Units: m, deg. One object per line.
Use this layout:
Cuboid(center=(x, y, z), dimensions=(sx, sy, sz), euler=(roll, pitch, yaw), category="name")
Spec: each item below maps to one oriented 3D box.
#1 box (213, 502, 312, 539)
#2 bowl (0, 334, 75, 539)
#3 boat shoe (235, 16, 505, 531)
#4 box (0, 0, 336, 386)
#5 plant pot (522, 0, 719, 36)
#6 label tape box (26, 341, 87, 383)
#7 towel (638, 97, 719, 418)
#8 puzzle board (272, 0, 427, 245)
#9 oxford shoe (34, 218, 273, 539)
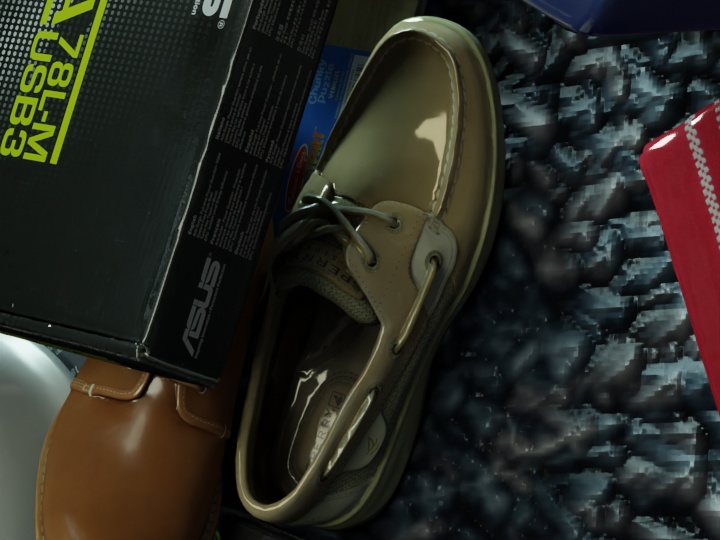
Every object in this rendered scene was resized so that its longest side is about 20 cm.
Cuboid(center=(-0.040, 0.168, 0.999), dimensions=(0.200, 0.036, 0.144), euler=(14, 87, 61), category="box")
Cuboid(center=(-0.190, 0.115, 1.061), dimensions=(0.200, 0.090, 0.203), euler=(-10, 76, 43), category="bowl")
Cuboid(center=(0.000, 0.000, 1.017), dimensions=(0.072, 0.065, 0.201), euler=(18, 92, 27), category="boat shoe")
Cuboid(center=(-0.100, -0.071, 1.004), dimensions=(0.192, 0.047, 0.201), euler=(12, 81, 46), category="box")
Cuboid(center=(0.096, -0.189, 0.892), dimensions=(0.200, 0.199, 0.181), euler=(36, 120, 35), category="plant pot")
Cuboid(center=(-0.134, 0.065, 1.121), dimensions=(0.144, 0.063, 0.201), euler=(-39, 58, 34), category="label tape box")
Cuboid(center=(0.188, -0.025, 0.897), dimensions=(0.199, 0.022, 0.145), euler=(-31, 58, 30), category="towel")
Cuboid(center=(-0.028, -0.110, 1.117), dimensions=(0.150, 0.017, 0.201), euler=(12, 87, 42), category="puzzle board")
Cuboid(center=(-0.077, 0.042, 1.010), dimensions=(0.071, 0.071, 0.201), euler=(107, 176, -56), category="oxford shoe")
